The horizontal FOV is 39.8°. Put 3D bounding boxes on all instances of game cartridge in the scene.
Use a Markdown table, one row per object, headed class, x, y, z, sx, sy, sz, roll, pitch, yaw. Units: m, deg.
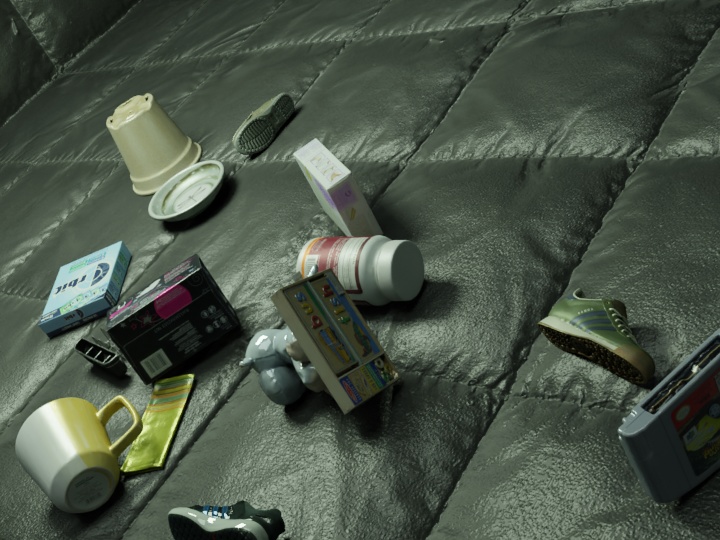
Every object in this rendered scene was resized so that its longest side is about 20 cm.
| class | x | y | z | sx | sy | sz | roll | pitch | yaw |
| --- | --- | --- | --- | --- | --- | --- | --- | --- | --- |
| game cartridge | 0.381 | 0.160 | 1.107 | 0.199 | 0.134 | 0.041 | -40 | 34 | -11 |

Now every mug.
| class | x | y | z | sx | sy | sz | roll | pitch | yaw |
| --- | --- | --- | --- | --- | --- | --- | --- | --- | --- |
| mug | -0.452 | 0.293 | 1.597 | 0.153 | 0.148 | 0.189 | 37 | 103 | 47 |

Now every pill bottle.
| class | x | y | z | sx | sy | sz | roll | pitch | yaw |
| --- | --- | --- | --- | --- | --- | --- | --- | --- | --- |
| pill bottle | 0.000 | 0.000 | 1.649 | 0.198 | 0.115 | 0.115 | 0 | 43 | 38 |

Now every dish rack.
| class | x | y | z | sx | sy | sz | roll | pitch | yaw |
| --- | --- | --- | --- | --- | --- | --- | --- | --- | --- |
| dish rack | -0.440 | 0.113 | 1.914 | 0.152 | 0.055 | 0.200 | 14 | 53 | 47 |

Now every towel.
| class | x | y | z | sx | sy | sz | roll | pitch | yaw |
| --- | --- | --- | --- | --- | --- | --- | --- | --- | --- |
| towel | -0.340 | 0.256 | 1.676 | 0.085 | 0.018 | 0.202 | -16 | 36 | 24 |

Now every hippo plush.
| class | x | y | z | sx | sy | sz | roll | pitch | yaw |
| --- | --- | --- | --- | --- | --- | --- | --- | --- | --- |
| hippo plush | -0.112 | 0.126 | 1.519 | 0.159 | 0.202 | 0.159 | -28 | 0 | 22 |

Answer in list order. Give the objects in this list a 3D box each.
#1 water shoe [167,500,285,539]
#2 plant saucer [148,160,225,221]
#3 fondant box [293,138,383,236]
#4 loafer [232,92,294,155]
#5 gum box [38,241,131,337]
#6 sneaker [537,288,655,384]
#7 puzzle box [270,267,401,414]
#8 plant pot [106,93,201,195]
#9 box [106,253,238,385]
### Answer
| class | x | y | z | sx | sy | sz | roll | pitch | yaw |
| --- | --- | --- | --- | --- | --- | --- | --- | --- | --- |
| water shoe | -0.186 | 0.361 | 1.386 | 0.198 | 0.073 | 0.078 | -1 | 15 | 41 |
| plant saucer | -0.382 | -0.167 | 2.241 | 0.197 | 0.051 | 0.202 | -22 | 34 | 16 |
| fondant box | -0.043 | -0.144 | 1.847 | 0.058 | 0.145 | 0.200 | -33 | 32 | -6 |
| loafer | -0.233 | -0.339 | 2.340 | 0.069 | 0.076 | 0.200 | -6 | 34 | 51 |
| gum box | -0.592 | 0.038 | 2.145 | 0.168 | 0.045 | 0.202 | -21 | 35 | 15 |
| sneaker | 0.328 | 0.076 | 1.322 | 0.090 | 0.067 | 0.199 | -46 | 32 | -12 |
| puzzle box | -0.034 | 0.098 | 1.444 | 0.025 | 0.201 | 0.132 | -40 | -10 | 36 |
| plant pot | -0.519 | -0.319 | 2.430 | 0.198 | 0.185 | 0.202 | -21 | 34 | 15 |
| box | -0.338 | 0.086 | 1.785 | 0.198 | 0.133 | 0.115 | -33 | 20 | -2 |
